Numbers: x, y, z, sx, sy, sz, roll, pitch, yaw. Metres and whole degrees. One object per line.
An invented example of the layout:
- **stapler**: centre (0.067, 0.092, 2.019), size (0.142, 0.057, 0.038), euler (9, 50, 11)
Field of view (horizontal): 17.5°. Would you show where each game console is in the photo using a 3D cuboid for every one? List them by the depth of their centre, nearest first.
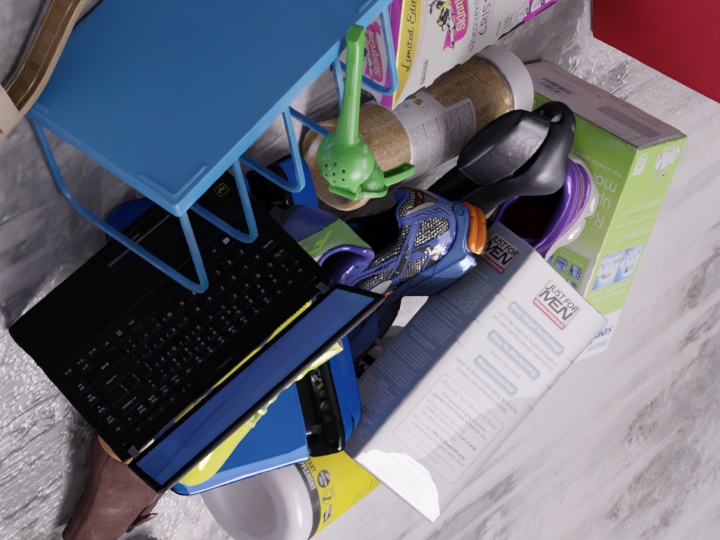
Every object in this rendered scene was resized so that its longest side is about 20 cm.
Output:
- **game console**: centre (-0.082, 0.033, 1.603), size (0.171, 0.118, 0.201), euler (-48, 126, -79)

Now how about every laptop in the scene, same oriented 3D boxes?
- **laptop**: centre (-0.105, 0.028, 1.432), size (0.177, 0.200, 0.103), euler (-40, 156, -9)

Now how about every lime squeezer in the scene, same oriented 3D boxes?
- **lime squeezer**: centre (-0.001, -0.076, 1.449), size (0.200, 0.038, 0.071), euler (63, 33, -65)

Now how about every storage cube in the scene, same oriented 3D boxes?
- **storage cube**: centre (0.305, -0.259, 1.873), size (0.171, 0.179, 0.200), euler (-43, 148, -26)

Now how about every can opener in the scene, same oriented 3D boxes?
- **can opener**: centre (0.085, -0.065, 1.732), size (0.200, 0.078, 0.064), euler (-38, -149, 44)

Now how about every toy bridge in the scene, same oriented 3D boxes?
- **toy bridge**: centre (-0.218, -0.103, 1.342), size (0.200, 0.027, 0.067), euler (-51, 152, -14)

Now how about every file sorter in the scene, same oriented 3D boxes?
- **file sorter**: centre (-0.087, -0.107, 1.435), size (0.200, 0.139, 0.123), euler (-47, 153, -21)

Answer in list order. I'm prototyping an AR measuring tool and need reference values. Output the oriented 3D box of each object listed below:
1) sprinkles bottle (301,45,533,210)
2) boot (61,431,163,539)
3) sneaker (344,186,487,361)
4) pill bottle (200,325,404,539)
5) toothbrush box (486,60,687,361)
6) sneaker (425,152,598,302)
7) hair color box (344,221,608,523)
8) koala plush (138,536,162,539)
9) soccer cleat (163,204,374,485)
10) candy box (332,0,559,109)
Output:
- **sprinkles bottle**: centre (0.044, -0.107, 1.720), size (0.200, 0.068, 0.068), euler (-29, 140, -43)
- **boot**: centre (-0.128, 0.105, 1.680), size (0.200, 0.072, 0.167), euler (-31, 157, -48)
- **sneaker**: centre (0.000, 0.000, 1.716), size (0.078, 0.075, 0.200), euler (34, 121, -29)
- **pill bottle**: centre (-0.024, 0.124, 1.793), size (0.200, 0.112, 0.113), euler (-34, 144, -39)
- **toothbrush box**: centre (0.153, -0.046, 1.874), size (0.086, 0.145, 0.201), euler (-18, 133, -51)
- **sneaker**: centre (0.101, -0.008, 1.776), size (0.200, 0.080, 0.083), euler (-59, 163, 6)
- **hair color box**: centre (0.076, 0.075, 1.714), size (0.200, 0.061, 0.099), euler (-49, 125, 0)
- **koala plush**: centre (-0.185, 0.326, 1.693), size (0.200, 0.184, 0.177), euler (-53, 154, 16)
- **soccer cleat**: centre (-0.059, 0.053, 1.510), size (0.201, 0.083, 0.065), euler (-63, 165, -9)
- **candy box**: centre (0.070, -0.220, 1.658), size (0.200, 0.061, 0.137), euler (-35, 145, -36)
